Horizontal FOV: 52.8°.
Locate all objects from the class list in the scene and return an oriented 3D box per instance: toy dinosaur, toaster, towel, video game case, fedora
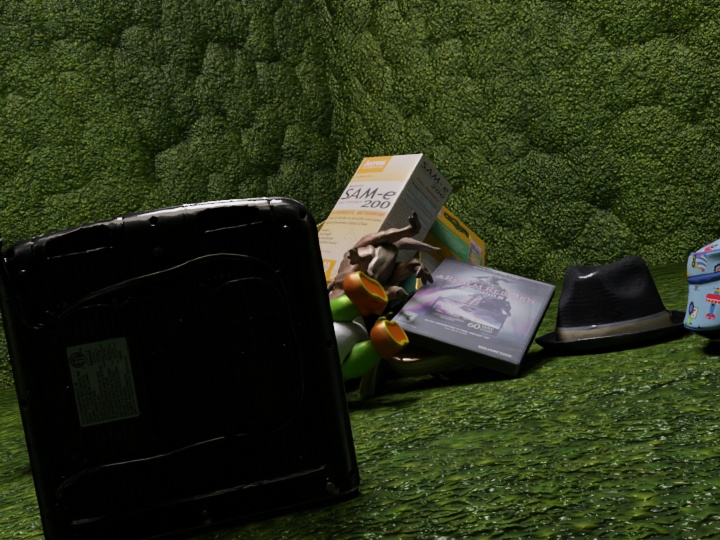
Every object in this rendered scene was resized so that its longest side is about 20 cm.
[{"bbox_3d":[0.000,0.000,0.818,0.135,0.086,0.200,-13,18,49],"label":"toy dinosaur"},{"bbox_3d":[-0.108,0.048,0.439,0.179,0.202,0.119,-11,3,-10],"label":"toaster"},{"bbox_3d":[0.028,0.092,0.862,0.018,0.087,0.200,15,2,8],"label":"towel"},{"bbox_3d":[0.132,0.044,0.821,0.142,0.019,0.200,16,29,19],"label":"video game case"},{"bbox_3d":[0.293,0.035,0.862,0.199,0.092,0.201,-11,-2,0],"label":"fedora"}]

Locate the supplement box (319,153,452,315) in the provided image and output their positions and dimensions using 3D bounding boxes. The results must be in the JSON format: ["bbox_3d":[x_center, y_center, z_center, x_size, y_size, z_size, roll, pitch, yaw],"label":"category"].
[{"bbox_3d":[0.015,-0.051,0.944,0.073,0.201,0.126,42,-21,-33],"label":"supplement box"}]

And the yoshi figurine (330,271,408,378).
[{"bbox_3d":[-0.060,0.088,0.720,0.199,0.112,0.113,-34,25,18],"label":"yoshi figurine"}]

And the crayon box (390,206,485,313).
[{"bbox_3d":[0.109,0.004,0.970,0.051,0.126,0.201,-35,27,35],"label":"crayon box"}]

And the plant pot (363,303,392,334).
[{"bbox_3d":[0.067,0.048,1.077,0.141,0.142,0.200,-31,-19,27],"label":"plant pot"}]

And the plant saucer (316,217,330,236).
[{"bbox_3d":[-0.093,0.005,1.043,0.200,0.049,0.200,-35,-5,-32],"label":"plant saucer"}]

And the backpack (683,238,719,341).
[{"bbox_3d":[0.392,-0.007,0.655,0.199,0.136,0.182,-15,-5,36],"label":"backpack"}]

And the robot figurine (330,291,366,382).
[{"bbox_3d":[-0.082,0.089,0.915,0.199,0.125,0.151,-12,37,47],"label":"robot figurine"}]

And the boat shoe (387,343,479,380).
[{"bbox_3d":[0.115,0.090,0.819,0.199,0.063,0.073,-11,29,-29],"label":"boat shoe"}]

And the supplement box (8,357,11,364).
[{"bbox_3d":[-0.233,0.073,0.757,0.200,0.131,0.103,-41,3,-7],"label":"supplement box"}]
